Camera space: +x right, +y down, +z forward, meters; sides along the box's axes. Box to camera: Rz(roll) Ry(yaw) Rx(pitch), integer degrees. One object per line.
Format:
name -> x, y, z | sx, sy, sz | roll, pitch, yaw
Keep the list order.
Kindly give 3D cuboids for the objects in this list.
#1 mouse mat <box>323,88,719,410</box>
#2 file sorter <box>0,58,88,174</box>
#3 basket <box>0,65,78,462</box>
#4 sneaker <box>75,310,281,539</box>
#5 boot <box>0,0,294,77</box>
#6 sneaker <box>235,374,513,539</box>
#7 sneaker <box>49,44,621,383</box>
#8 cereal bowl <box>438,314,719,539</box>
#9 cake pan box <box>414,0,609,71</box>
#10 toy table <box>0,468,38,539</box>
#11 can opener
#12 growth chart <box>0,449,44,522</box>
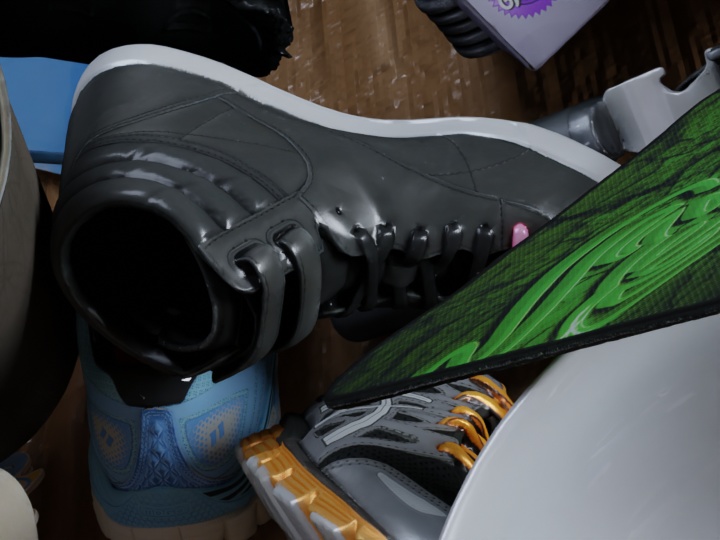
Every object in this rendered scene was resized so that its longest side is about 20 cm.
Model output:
mouse mat -> 0.097, -0.027, 0.619 | 0.200, 0.008, 0.161 | -37, 12, -37
file sorter -> -0.167, -0.145, 1.007 | 0.139, 0.123, 0.200 | 14, 98, 49
basket -> -0.159, -0.012, 0.768 | 0.180, 0.200, 0.136 | 29, 77, 17
sneaker -> -0.055, -0.006, 0.845 | 0.078, 0.090, 0.200 | -6, 45, 1
boot -> -0.114, -0.092, 0.860 | 0.198, 0.162, 0.074 | 144, 127, -71
sneaker -> 0.016, 0.061, 0.699 | 0.077, 0.078, 0.200 | -30, 12, -5
sneaker -> 0.000, 0.000, 0.749 | 0.200, 0.071, 0.099 | 15, 39, 3
cereal bowl -> 0.115, 0.095, 0.566 | 0.200, 0.083, 0.201 | -5, 70, 14
cake pan box -> 0.091, -0.157, 0.859 | 0.200, 0.052, 0.184 | -45, 12, 3
toy table -> -0.114, 0.160, 0.711 | 0.200, 0.117, 0.184 | -11, 44, 37
can opener -> 0.076, -0.029, 0.811 | 0.200, 0.053, 0.066 | -21, 5, 23
growth chart -> -0.166, 0.101, 0.863 | 0.145, 0.018, 0.200 | -36, 15, 3
